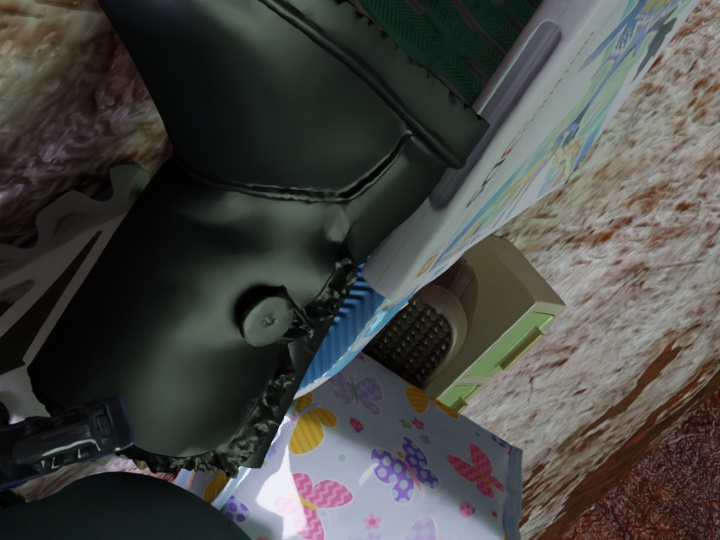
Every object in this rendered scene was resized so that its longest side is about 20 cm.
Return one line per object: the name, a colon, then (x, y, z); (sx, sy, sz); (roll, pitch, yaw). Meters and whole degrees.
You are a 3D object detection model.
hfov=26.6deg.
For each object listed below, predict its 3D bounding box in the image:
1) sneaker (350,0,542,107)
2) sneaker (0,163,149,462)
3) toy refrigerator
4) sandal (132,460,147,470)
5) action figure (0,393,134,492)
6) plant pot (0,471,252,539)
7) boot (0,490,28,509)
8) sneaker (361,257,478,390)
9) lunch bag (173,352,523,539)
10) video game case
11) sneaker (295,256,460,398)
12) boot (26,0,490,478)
sneaker: (0.033, -0.086, 0.644); (0.199, 0.075, 0.088); (-32, 165, -29)
sneaker: (-0.141, 0.049, 0.581); (0.199, 0.089, 0.074); (-37, 164, -7)
toy refrigerator: (0.043, 0.070, 1.033); (0.200, 0.070, 0.076); (-46, 161, 13)
sandal: (-0.073, 0.001, 0.673); (0.080, 0.054, 0.201); (-32, 147, -45)
action figure: (-0.177, 0.034, 0.452); (0.198, 0.106, 0.194); (-16, 168, 4)
plant pot: (-0.115, 0.165, 0.488); (0.188, 0.200, 0.201); (-36, 166, -51)
boot: (-0.148, 0.157, 0.756); (0.201, 0.074, 0.154); (-7, 151, -9)
sneaker: (0.009, 0.067, 0.960); (0.200, 0.070, 0.076); (-43, -177, 36)
lunch bag: (-0.026, 0.154, 0.901); (0.201, 0.169, 0.127); (-53, -167, 26)
video game case: (0.094, -0.085, 0.646); (0.183, 0.022, 0.200); (-56, 168, 31)
sneaker: (0.000, 0.000, 0.771); (0.200, 0.077, 0.081); (-41, 164, 8)
boot: (-0.057, -0.020, 0.493); (0.169, 0.076, 0.200); (-55, 143, 3)
